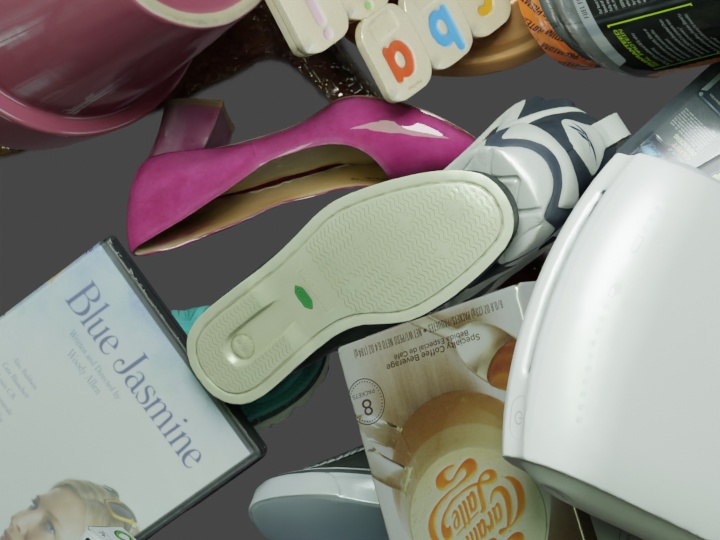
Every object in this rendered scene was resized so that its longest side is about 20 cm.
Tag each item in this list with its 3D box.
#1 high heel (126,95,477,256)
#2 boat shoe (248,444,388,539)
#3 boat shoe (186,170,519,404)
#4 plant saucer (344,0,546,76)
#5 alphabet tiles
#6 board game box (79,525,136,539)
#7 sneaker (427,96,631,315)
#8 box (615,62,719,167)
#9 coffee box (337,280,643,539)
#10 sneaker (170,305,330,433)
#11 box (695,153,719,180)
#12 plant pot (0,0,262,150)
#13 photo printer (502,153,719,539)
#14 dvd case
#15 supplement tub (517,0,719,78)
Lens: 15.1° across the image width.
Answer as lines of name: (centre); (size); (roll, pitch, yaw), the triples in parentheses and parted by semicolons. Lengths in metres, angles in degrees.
high heel: (-0.033, -0.043, 1.504); (0.199, 0.067, 0.097); (2, 62, 24)
boat shoe: (0.037, 0.110, 1.438); (0.198, 0.074, 0.068); (-9, 47, 26)
boat shoe: (0.000, 0.000, 1.386); (0.199, 0.068, 0.072); (-30, 89, 29)
plant saucer: (0.057, -0.211, 1.563); (0.198, 0.037, 0.202); (-2, 72, 7)
alphabet tiles: (0.005, -0.199, 1.463); (0.200, 0.015, 0.197); (-40, 107, -41)
board game box: (-0.099, 0.240, 1.389); (0.200, 0.035, 0.127); (38, 106, 32)
sneaker: (0.070, -0.031, 1.450); (0.129, 0.199, 0.080); (-28, 78, -41)
box: (0.235, -0.018, 1.465); (0.158, 0.051, 0.200); (-42, 71, -5)
coffee box: (0.078, 0.115, 1.322); (0.114, 0.080, 0.202); (-21, 82, 34)
sneaker: (-0.115, 0.052, 1.479); (0.198, 0.080, 0.078); (-6, 71, 5)
box: (0.203, -0.034, 1.390); (0.199, 0.110, 0.035); (-30, 71, 2)
plant pot: (-0.141, -0.176, 1.461); (0.199, 0.178, 0.202); (6, 80, -36)
photo printer: (0.163, 0.048, 1.260); (0.199, 0.069, 0.167); (27, 80, -26)
dvd case: (-0.167, 0.095, 1.450); (0.199, 0.018, 0.143); (-36, 92, 14)
supplement tub: (0.184, -0.172, 1.438); (0.199, 0.122, 0.124); (-11, 65, 44)
